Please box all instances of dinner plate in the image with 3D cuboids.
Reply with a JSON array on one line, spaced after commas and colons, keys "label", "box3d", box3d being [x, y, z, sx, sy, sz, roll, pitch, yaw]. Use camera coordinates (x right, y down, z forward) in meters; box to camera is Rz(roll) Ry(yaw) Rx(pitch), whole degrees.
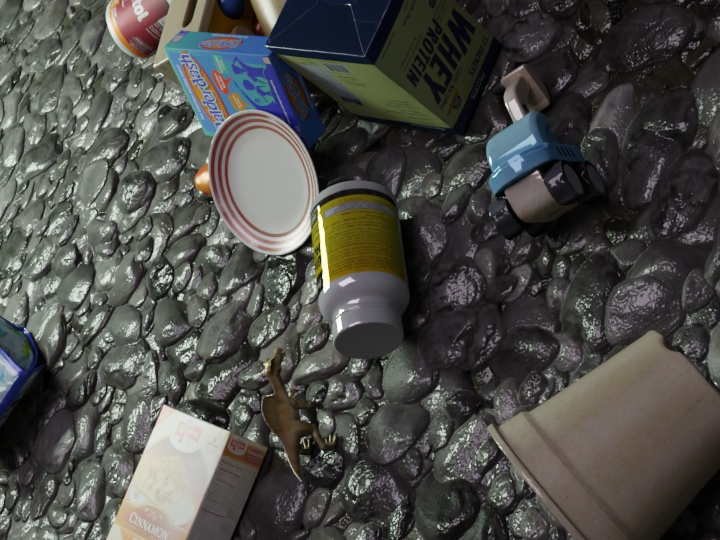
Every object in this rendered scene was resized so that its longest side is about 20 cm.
[{"label": "dinner plate", "box3d": [-0.128, -0.120, 1.821, 0.199, 0.024, 0.202, 14, 113, 34]}]

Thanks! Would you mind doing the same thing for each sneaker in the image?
[{"label": "sneaker", "box3d": [-0.170, -0.154, 1.909, 0.199, 0.077, 0.074, -12, 59, 40]}]

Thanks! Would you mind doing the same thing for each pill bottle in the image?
[{"label": "pill bottle", "box3d": [0.000, 0.000, 1.632, 0.112, 0.112, 0.201, -29, 50, 29]}, {"label": "pill bottle", "box3d": [-0.308, -0.432, 2.169, 0.199, 0.113, 0.114, -24, 53, 33]}]

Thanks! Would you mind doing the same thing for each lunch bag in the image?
[{"label": "lunch bag", "box3d": [-0.583, 0.177, 2.086, 0.171, 0.127, 0.200, -54, 33, 6]}]

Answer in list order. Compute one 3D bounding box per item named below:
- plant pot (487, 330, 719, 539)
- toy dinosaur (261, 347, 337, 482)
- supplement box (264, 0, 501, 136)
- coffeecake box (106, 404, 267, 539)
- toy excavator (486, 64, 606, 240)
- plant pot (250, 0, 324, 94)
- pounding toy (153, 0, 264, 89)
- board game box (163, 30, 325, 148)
[{"label": "plant pot", "box3d": [0.252, 0.164, 1.262, 0.183, 0.201, 0.201, -41, 44, 3]}, {"label": "toy dinosaur", "box3d": [-0.081, 0.193, 1.611, 0.058, 0.101, 0.201, -36, 47, 23]}, {"label": "supplement box", "box3d": [0.029, -0.284, 1.696, 0.199, 0.199, 0.135, 16, 78, 47]}, {"label": "coffeecake box", "box3d": [-0.225, 0.291, 1.716, 0.153, 0.073, 0.201, 12, 76, 47]}, {"label": "toy excavator", "box3d": [0.194, -0.148, 1.525, 0.099, 0.194, 0.201, -30, 78, 28]}, {"label": "plant pot", "box3d": [-0.064, -0.355, 1.864, 0.185, 0.186, 0.202, -23, 67, 33]}, {"label": "pounding toy", "box3d": [-0.177, -0.313, 1.945, 0.142, 0.184, 0.202, -19, 50, 41]}, {"label": "board game box", "box3d": [-0.157, -0.245, 1.813, 0.199, 0.153, 0.045, 11, 49, 39]}]
